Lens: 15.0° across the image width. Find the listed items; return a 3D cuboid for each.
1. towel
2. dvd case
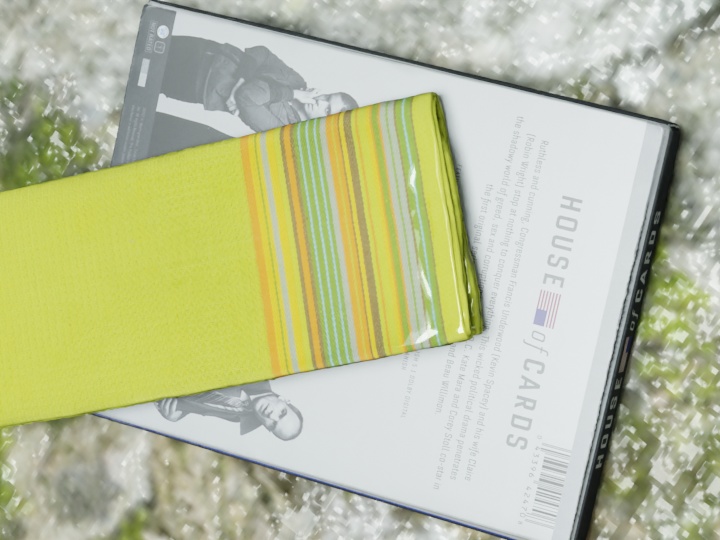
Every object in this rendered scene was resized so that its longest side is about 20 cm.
[{"bbox_3d":[-0.056,0.000,0.955,0.199,0.018,0.087,-11,81,22],"label":"towel"},{"bbox_3d":[0.000,0.000,0.954,0.199,0.025,0.151,15,96,19],"label":"dvd case"}]
